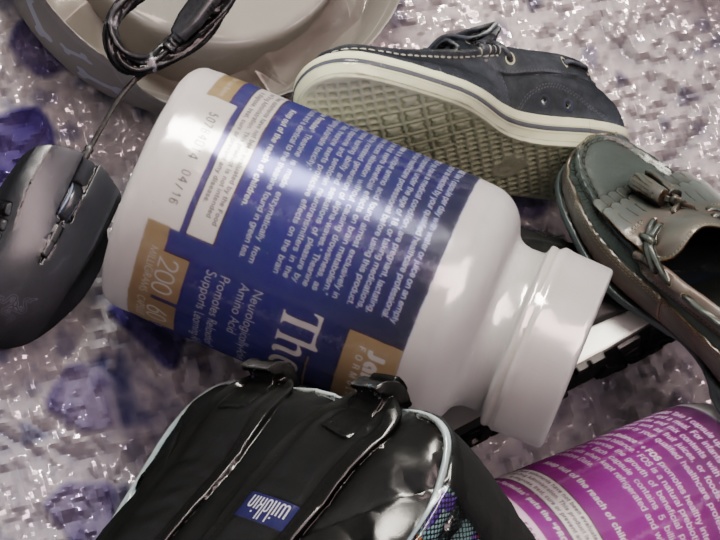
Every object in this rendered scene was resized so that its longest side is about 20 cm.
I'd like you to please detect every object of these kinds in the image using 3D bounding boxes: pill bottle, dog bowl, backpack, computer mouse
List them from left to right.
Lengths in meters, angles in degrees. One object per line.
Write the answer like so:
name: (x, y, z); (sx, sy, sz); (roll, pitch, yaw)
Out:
computer mouse: (-0.110, -0.053, 1.195); (0.059, 0.034, 0.200); (31, 89, -22)
dog bowl: (-0.077, -0.161, 1.276); (0.199, 0.059, 0.201); (7, 71, -20)
backpack: (-0.041, 0.155, 1.115); (0.200, 0.177, 0.151); (-48, 124, -27)
pill bottle: (0.000, 0.000, 1.184); (0.199, 0.111, 0.111); (22, 64, 5)
pill bottle: (0.128, 0.124, 1.233); (0.199, 0.112, 0.113); (-20, 81, -26)

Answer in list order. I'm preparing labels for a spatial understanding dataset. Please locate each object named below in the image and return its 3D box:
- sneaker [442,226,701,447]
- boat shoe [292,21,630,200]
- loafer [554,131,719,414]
sneaker: (0.093, 0.007, 1.283); (0.200, 0.076, 0.088); (-24, 77, -27)
boat shoe: (0.044, -0.078, 1.273); (0.200, 0.075, 0.062); (7, 58, -43)
loafer: (0.160, 0.004, 1.224); (0.072, 0.063, 0.200); (-22, 60, -26)
